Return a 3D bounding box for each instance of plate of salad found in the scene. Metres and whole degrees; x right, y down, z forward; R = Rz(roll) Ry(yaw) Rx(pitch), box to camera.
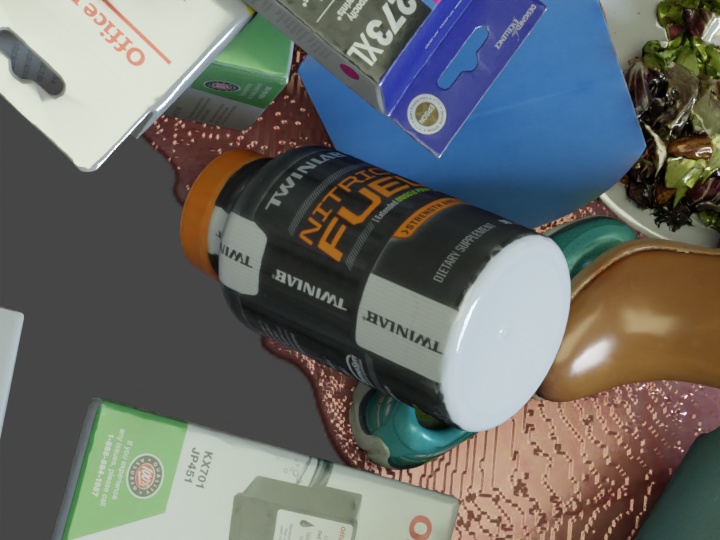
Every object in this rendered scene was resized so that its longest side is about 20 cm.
[{"bbox_3d":[0.204,-0.107,1.250,0.199,0.048,0.201,3,79,-15],"label":"plate of salad"}]

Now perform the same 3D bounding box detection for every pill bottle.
[{"bbox_3d":[0.000,0.000,1.143,0.200,0.106,0.106,23,79,34],"label":"pill bottle"}]

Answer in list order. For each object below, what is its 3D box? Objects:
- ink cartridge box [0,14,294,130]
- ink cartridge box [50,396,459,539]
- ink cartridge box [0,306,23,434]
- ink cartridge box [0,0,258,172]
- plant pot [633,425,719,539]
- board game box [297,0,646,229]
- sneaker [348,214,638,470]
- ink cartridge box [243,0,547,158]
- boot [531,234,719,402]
[{"bbox_3d":[-0.138,-0.141,1.145,0.199,0.145,0.088,9,83,-10],"label":"ink cartridge box"},{"bbox_3d":[-0.063,0.162,1.167,0.199,0.083,0.147,16,83,-10],"label":"ink cartridge box"},{"bbox_3d":[-0.228,0.126,1.076,0.085,0.148,0.201,12,63,-11],"label":"ink cartridge box"},{"bbox_3d":[-0.103,-0.146,1.042,0.115,0.068,0.200,43,75,-5],"label":"ink cartridge box"},{"bbox_3d":[0.204,0.196,1.155,0.200,0.200,0.196,35,57,-6],"label":"plant pot"},{"bbox_3d":[0.061,-0.096,1.180,0.158,0.200,0.039,-15,49,11],"label":"board game box"},{"bbox_3d":[0.085,0.042,1.205,0.200,0.080,0.078,-39,94,-19],"label":"sneaker"},{"bbox_3d":[-0.011,-0.151,1.015,0.200,0.037,0.095,39,76,-11],"label":"ink cartridge box"},{"bbox_3d":[0.197,0.048,1.151,0.200,0.155,0.077,-20,134,-27],"label":"boot"}]
